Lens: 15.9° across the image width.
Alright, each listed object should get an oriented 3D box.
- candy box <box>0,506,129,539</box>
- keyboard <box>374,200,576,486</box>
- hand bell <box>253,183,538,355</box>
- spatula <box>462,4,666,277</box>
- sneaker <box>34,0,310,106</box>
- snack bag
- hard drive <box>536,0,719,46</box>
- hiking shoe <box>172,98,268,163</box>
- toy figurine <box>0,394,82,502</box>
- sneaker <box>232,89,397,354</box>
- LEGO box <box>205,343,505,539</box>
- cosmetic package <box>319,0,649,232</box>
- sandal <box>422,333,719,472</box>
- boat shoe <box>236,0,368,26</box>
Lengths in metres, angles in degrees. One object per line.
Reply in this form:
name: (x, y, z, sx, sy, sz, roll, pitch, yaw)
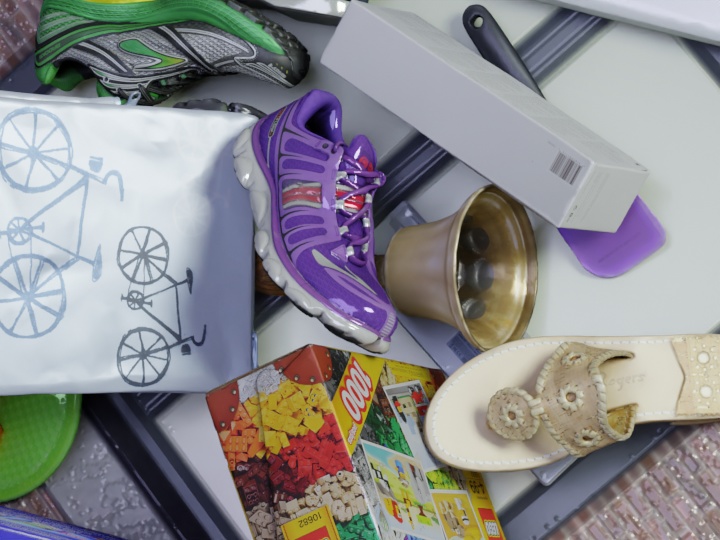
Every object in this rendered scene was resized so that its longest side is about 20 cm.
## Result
candy box: (-0.202, 0.192, 1.587, 0.168, 0.200, 0.077, 12, 87, 19)
keyboard: (0.072, 0.044, 1.629, 0.056, 0.011, 0.200, -45, 71, 11)
hand bell: (0.000, 0.000, 1.620, 0.199, 0.104, 0.105, 0, 81, 32)
spatula: (0.119, -0.086, 1.627, 0.056, 0.021, 0.201, -37, 71, 18)
sneaker: (-0.123, -0.139, 1.685, 0.199, 0.078, 0.086, 10, 84, 27)
snack bag: (-0.153, -0.017, 1.607, 0.199, 0.021, 0.190, 1, 87, -23)
hard drive: (0.199, -0.216, 1.622, 0.199, 0.026, 0.133, 16, 86, 18)
hiking shoe: (-0.151, -0.050, 1.676, 0.199, 0.076, 0.101, -9, 76, 15)
toy figurine: (-0.271, 0.062, 1.617, 0.150, 0.184, 0.201, 32, 104, 17)
sneaker: (-0.019, -0.036, 1.557, 0.083, 0.081, 0.201, -40, 48, 20)
LEGO box: (0.005, 0.132, 1.531, 0.077, 0.200, 0.150, -26, 75, 19)
cosmetic package: (0.075, -0.094, 1.594, 0.200, 0.082, 0.051, 36, 108, 27)
sandal: (0.144, 0.068, 1.526, 0.211, 0.070, 0.078, -8, 79, -11)
boat shoe: (-0.084, -0.206, 1.681, 0.199, 0.075, 0.062, 13, 87, 17)
